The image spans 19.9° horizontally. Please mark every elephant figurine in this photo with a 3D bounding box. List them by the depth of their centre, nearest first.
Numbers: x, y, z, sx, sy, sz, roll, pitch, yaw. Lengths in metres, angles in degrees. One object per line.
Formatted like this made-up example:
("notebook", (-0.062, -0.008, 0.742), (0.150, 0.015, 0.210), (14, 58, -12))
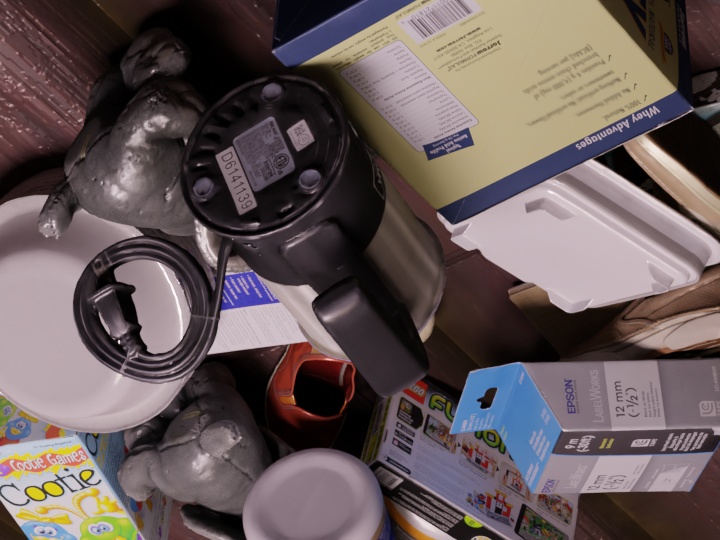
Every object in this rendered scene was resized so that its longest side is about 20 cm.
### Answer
("elephant figurine", (-0.098, -0.066, 1.454), (0.199, 0.142, 0.155), (35, 127, -29))
("elephant figurine", (-0.098, 0.184, 1.745), (0.141, 0.156, 0.200), (-31, 117, 21))

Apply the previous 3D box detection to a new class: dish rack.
("dish rack", (0.151, -0.023, 1.501), (0.171, 0.044, 0.200), (30, 162, -18))

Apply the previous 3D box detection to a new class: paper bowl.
("paper bowl", (-0.216, 0.031, 1.556), (0.199, 0.104, 0.202), (7, 115, 14))

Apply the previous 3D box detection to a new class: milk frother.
("milk frother", (-0.064, 0.005, 1.345), (0.198, 0.182, 0.188), (-15, 148, 17))

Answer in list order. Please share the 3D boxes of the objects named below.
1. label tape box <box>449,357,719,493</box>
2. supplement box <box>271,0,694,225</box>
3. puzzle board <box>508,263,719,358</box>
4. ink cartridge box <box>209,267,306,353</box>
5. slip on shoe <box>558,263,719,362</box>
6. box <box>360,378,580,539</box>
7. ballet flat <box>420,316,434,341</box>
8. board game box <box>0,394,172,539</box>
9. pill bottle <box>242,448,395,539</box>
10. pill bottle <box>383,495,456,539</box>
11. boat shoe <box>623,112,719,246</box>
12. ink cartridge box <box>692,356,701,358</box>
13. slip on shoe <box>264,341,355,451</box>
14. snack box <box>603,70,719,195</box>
("label tape box", (0.178, 0.126, 1.625), (0.198, 0.067, 0.144), (-2, 154, -7))
("supplement box", (0.082, -0.169, 1.345), (0.199, 0.135, 0.200), (-25, 131, 29))
("puzzle board", (0.240, 0.024, 1.647), (0.199, 0.018, 0.151), (-21, 135, 26))
("ink cartridge box", (-0.109, 0.023, 1.623), (0.198, 0.037, 0.095), (-6, 138, 22))
("slip on shoe", (0.233, 0.042, 1.615), (0.076, 0.061, 0.199), (-2, 167, -38))
("box", (0.095, 0.176, 1.729), (0.199, 0.111, 0.035), (33, 133, -16))
("ballet flat", (0.000, 0.000, 1.599), (0.066, 0.057, 0.200), (-18, 135, 21))
("board game box", (-0.245, 0.167, 1.766), (0.102, 0.105, 0.201), (-9, 137, 14))
("pill bottle", (-0.023, 0.249, 1.687), (0.115, 0.116, 0.201), (-5, 137, 9))
("pill bottle", (0.029, 0.232, 1.816), (0.116, 0.117, 0.200), (19, 136, -18))
("boat shoe", (0.242, -0.051, 1.465), (0.065, 0.073, 0.199), (-32, 133, 31))
("ink cartridge box", (0.242, 0.113, 1.716), (0.198, 0.037, 0.095), (-10, 153, 17))
("slip on shoe", (-0.039, 0.105, 1.718), (0.073, 0.062, 0.201), (8, 140, -9))
("snack box", (0.280, -0.096, 1.492), (0.198, 0.037, 0.116), (-13, 137, 17))
